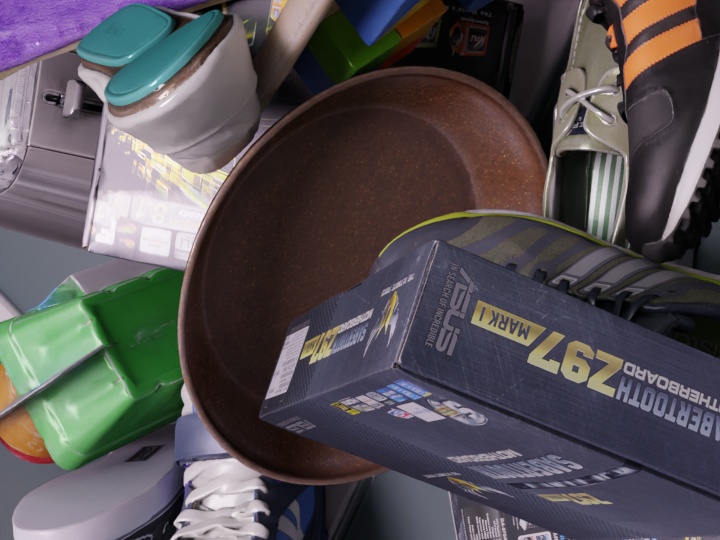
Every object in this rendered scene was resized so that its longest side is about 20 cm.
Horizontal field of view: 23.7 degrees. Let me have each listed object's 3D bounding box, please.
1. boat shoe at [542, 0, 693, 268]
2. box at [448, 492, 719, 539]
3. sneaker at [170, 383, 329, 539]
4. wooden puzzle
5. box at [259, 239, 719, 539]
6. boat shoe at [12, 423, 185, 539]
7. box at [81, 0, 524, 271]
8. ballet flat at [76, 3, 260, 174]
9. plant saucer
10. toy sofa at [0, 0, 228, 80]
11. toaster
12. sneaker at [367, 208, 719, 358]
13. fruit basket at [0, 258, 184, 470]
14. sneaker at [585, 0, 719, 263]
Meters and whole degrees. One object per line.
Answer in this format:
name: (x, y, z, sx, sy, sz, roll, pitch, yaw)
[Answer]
boat shoe: (0.119, -0.060, 0.776, 0.072, 0.062, 0.200, 1, 91, 43)
box: (0.127, 0.182, 0.779, 0.159, 0.046, 0.200, -19, 77, 42)
sneaker: (-0.070, 0.112, 0.859, 0.081, 0.200, 0.147, -8, 102, 15)
wooden puzzle: (0.041, -0.138, 0.725, 0.046, 0.200, 0.185, 49, 160, 1)
box: (0.060, 0.055, 0.657, 0.200, 0.158, 0.051, 152, 138, -71)
boat shoe: (-0.122, 0.131, 0.925, 0.069, 0.200, 0.057, -4, 98, 18)
box: (-0.030, -0.071, 0.862, 0.200, 0.049, 0.161, 12, 100, 9)
ballet flat: (-0.075, -0.075, 0.730, 0.200, 0.069, 0.070, -145, 63, -69)
plant saucer: (0.000, 0.000, 0.775, 0.037, 0.200, 0.201, 36, 114, 50)
toy sofa: (-0.123, -0.167, 0.805, 0.200, 0.083, 0.098, -16, 70, 2)
toaster: (-0.175, -0.077, 0.984, 0.200, 0.129, 0.114, -7, 73, 57)
sneaker: (0.101, 0.020, 0.713, 0.200, 0.081, 0.074, 10, 95, 3)
fruit basket: (-0.166, 0.061, 0.963, 0.200, 0.185, 0.094, -24, 89, 39)
sneaker: (0.127, -0.103, 0.730, 0.090, 0.070, 0.200, 14, 82, 19)
